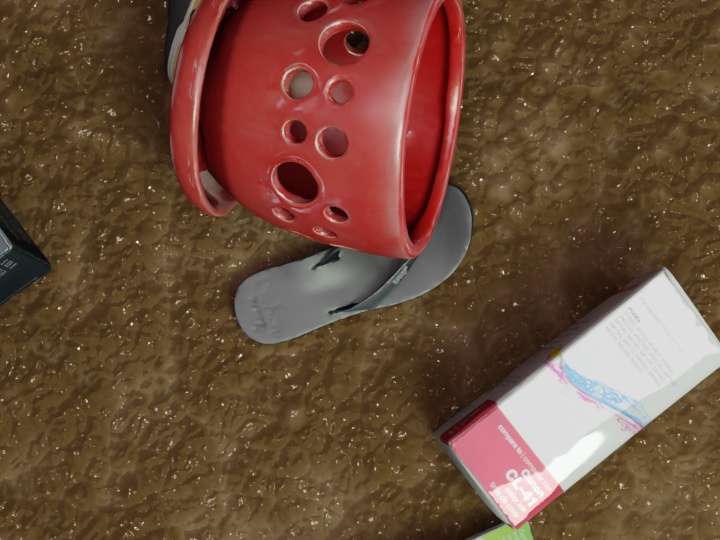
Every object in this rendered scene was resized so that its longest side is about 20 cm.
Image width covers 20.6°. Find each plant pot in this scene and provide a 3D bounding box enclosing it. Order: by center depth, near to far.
[{"bbox_3d":[-0.030,-0.121,1.430,0.182,0.200,0.202,11,86,14],"label":"plant pot"}]

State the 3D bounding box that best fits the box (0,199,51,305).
[{"bbox_3d":[-0.321,-0.006,1.416,0.148,0.200,0.107,-37,87,-4],"label":"box"}]

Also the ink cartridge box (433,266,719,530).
[{"bbox_3d":[0.158,0.093,1.449,0.200,0.148,0.086,-36,88,-2],"label":"ink cartridge box"}]

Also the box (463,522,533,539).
[{"bbox_3d":[0.063,0.282,1.449,0.199,0.036,0.145,-19,87,-29],"label":"box"}]

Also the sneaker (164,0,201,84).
[{"bbox_3d":[-0.118,-0.237,1.508,0.087,0.075,0.201,22,100,34],"label":"sneaker"}]

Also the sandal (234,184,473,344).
[{"bbox_3d":[0.000,0.001,1.502,0.199,0.043,0.076,-29,88,-3],"label":"sandal"}]
